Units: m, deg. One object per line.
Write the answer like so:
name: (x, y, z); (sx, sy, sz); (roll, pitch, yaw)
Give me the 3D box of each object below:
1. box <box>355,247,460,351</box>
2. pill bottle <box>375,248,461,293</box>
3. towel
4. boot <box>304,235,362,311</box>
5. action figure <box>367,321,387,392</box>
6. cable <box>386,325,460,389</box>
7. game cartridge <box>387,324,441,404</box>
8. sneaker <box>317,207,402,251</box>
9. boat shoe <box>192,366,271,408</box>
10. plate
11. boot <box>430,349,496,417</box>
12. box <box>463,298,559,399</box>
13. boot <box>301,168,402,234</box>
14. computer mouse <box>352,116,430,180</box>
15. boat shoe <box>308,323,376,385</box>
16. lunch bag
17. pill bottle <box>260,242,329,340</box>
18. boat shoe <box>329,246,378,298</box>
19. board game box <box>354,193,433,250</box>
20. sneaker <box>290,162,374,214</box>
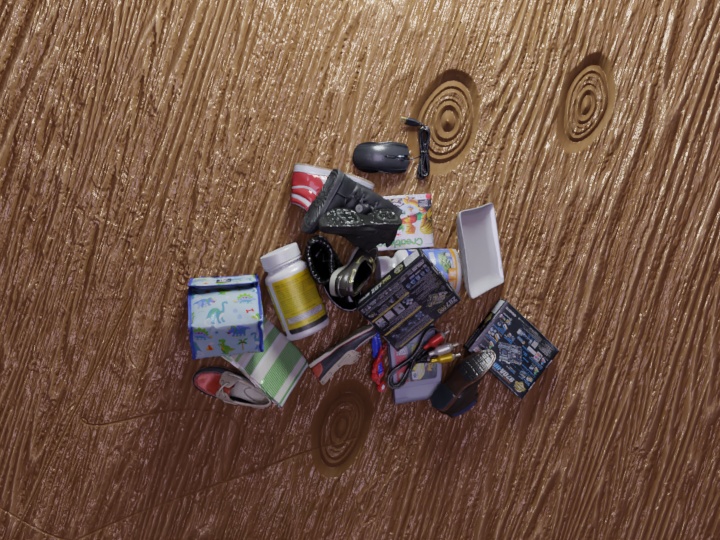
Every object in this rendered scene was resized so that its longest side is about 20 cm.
box: (0.110, 0.070, 1.614); (0.199, 0.049, 0.161); (-40, 115, 11)
pill bottle: (0.136, 0.007, 1.677); (0.194, 0.112, 0.116); (-2, 95, -10)
towel: (-0.224, 0.203, 1.641); (0.200, 0.023, 0.154); (44, 50, -10)
boot: (-0.064, 0.014, 1.619); (0.079, 0.158, 0.213); (-35, 99, -1)
action figure: (0.043, 0.195, 1.700); (0.050, 0.065, 0.207); (-2, 95, 7)
cable: (0.143, 0.209, 1.690); (0.197, 0.050, 0.099); (-29, 98, -8)
game cartridge: (0.135, 0.222, 1.734); (0.129, 0.041, 0.207); (-8, 96, -13)
sneaker: (-0.002, -0.085, 1.564); (0.194, 0.077, 0.093); (2, 126, -18)
boat shoe: (-0.301, 0.279, 1.644); (0.195, 0.063, 0.073); (18, 94, -9)
plate: (0.284, -0.051, 1.686); (0.032, 0.198, 0.206); (-5, 98, 35)
boot: (0.266, 0.283, 1.734); (0.199, 0.075, 0.097); (-41, 139, 2)
box: (0.382, 0.199, 1.766); (0.199, 0.046, 0.160); (40, 88, -10)
boot: (-0.018, -0.118, 1.619); (0.197, 0.066, 0.167); (28, 104, -31)
computer mouse: (0.082, -0.300, 1.675); (0.194, 0.046, 0.145); (6, 95, -10)
boat shoe: (-0.035, 0.198, 1.667); (0.198, 0.071, 0.063); (-36, 89, 15)
lunch bag: (-0.305, 0.084, 1.578); (0.165, 0.202, 0.130); (-3, 129, -11)
pill bottle: (-0.156, 0.048, 1.630); (0.112, 0.114, 0.205); (-22, 98, -7)
boat shoe: (0.000, 0.000, 1.588); (0.059, 0.201, 0.074); (8, 123, 26)
board game box: (0.078, -0.116, 1.695); (0.194, 0.035, 0.130); (-5, 96, -9)
sneaker: (-0.070, -0.178, 1.647); (0.194, 0.071, 0.116); (11, 89, -2)
